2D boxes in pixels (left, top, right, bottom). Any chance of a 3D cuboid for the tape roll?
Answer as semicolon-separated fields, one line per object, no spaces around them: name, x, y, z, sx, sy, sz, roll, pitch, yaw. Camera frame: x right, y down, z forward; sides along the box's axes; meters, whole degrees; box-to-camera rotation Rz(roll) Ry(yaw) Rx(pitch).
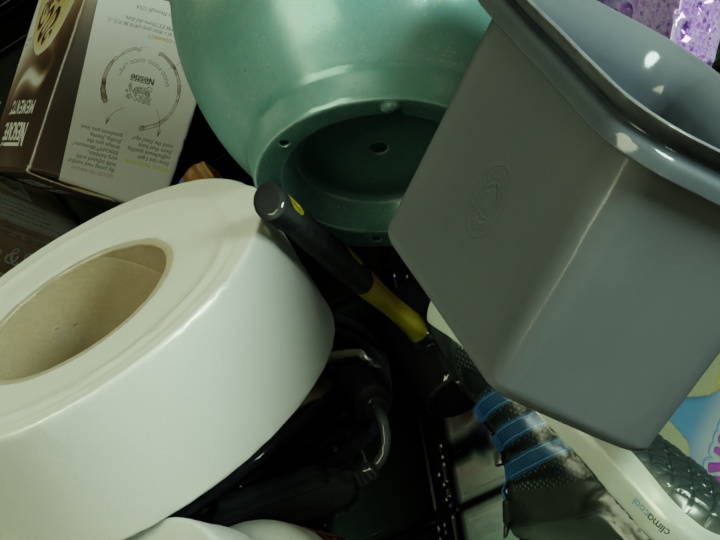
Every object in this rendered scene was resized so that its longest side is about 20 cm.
tape roll;-0.114;0.044;1.365;0.202;0.071;0.203;-27;24;13

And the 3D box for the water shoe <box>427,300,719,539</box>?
water shoe;0.078;0.081;1.287;0.200;0.071;0.079;45;110;45

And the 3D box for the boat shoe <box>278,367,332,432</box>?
boat shoe;-0.102;0.101;1.497;0.199;0.072;0.068;-28;51;-13

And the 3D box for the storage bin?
storage bin;0.102;-0.021;1.249;0.135;0.145;0.200;-59;27;15

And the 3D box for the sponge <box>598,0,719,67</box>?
sponge;0.117;-0.057;1.390;0.111;0.030;0.201;2;76;67

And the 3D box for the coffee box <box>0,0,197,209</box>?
coffee box;-0.125;-0.135;1.603;0.113;0.080;0.201;6;79;70

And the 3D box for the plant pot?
plant pot;0.006;-0.097;1.400;0.200;0.200;0.135;-28;49;33

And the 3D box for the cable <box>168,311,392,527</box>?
cable;-0.082;0.074;1.417;0.199;0.051;0.163;-20;34;2

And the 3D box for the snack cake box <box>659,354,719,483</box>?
snack cake box;0.171;0.062;1.305;0.115;0.067;0.201;23;92;45

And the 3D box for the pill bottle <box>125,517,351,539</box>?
pill bottle;-0.022;0.173;1.349;0.109;0.200;0.110;-15;66;38

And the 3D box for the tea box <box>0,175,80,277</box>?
tea box;-0.276;0.021;1.629;0.197;0.200;0.134;-57;47;13

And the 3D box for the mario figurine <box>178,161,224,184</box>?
mario figurine;-0.120;0.045;1.539;0.200;0.123;0.106;-43;36;5

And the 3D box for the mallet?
mallet;0.000;0.000;1.394;0.041;0.200;0.066;-34;49;10
